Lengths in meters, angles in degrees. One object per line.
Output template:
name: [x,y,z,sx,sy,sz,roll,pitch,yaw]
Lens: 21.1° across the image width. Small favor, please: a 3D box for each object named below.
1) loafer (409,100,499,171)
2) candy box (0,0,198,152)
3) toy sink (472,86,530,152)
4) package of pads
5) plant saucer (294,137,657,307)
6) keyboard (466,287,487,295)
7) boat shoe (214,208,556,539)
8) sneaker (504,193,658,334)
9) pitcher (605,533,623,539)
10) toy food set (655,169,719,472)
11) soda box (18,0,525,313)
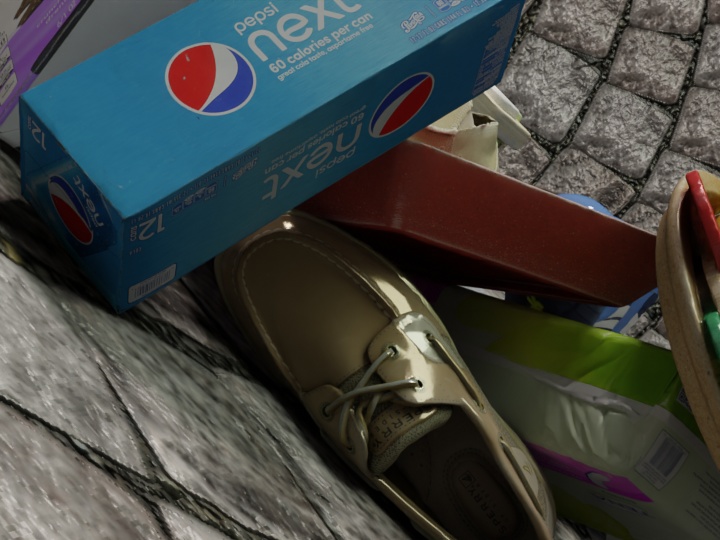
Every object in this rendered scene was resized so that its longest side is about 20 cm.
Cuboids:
loafer: [0.016,-0.072,0.994,0.075,0.069,0.200,11,-5,26]
candy box: [-0.097,-0.141,0.856,0.071,0.168,0.200,34,11,-26]
toy sink: [0.032,-0.100,1.221,0.112,0.200,0.130,47,7,11]
package of pads: [0.103,0.075,0.942,0.199,0.069,0.154,18,-15,44]
plant saucer: [0.023,-0.023,0.914,0.199,0.037,0.199,19,-7,-41]
keyboard: [0.000,0.000,1.009,0.199,0.011,0.056,-1,47,-55]
boat shoe: [0.015,0.056,0.823,0.200,0.072,0.065,50,6,-10]
sneaker: [0.126,-0.003,1.065,0.074,0.082,0.200,50,-10,15]
pitcher: [0.212,0.194,1.042,0.200,0.121,0.172,54,11,-52]
toy food set: [0.189,0.041,0.866,0.199,0.048,0.200,64,25,-6]
soda box: [-0.031,-0.071,0.746,0.068,0.199,0.064,47,-29,20]
